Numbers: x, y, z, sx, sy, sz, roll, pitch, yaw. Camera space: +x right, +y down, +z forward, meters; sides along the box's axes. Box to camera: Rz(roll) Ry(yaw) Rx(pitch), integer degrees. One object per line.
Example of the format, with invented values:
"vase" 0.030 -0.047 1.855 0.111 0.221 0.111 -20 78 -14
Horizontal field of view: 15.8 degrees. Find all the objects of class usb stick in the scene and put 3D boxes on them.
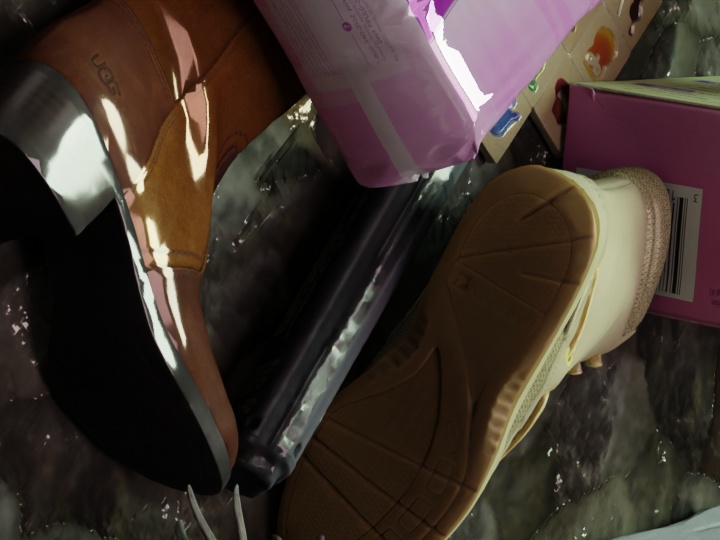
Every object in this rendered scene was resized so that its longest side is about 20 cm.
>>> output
"usb stick" 0.000 0.000 1.032 0.033 0.055 0.201 36 67 -14

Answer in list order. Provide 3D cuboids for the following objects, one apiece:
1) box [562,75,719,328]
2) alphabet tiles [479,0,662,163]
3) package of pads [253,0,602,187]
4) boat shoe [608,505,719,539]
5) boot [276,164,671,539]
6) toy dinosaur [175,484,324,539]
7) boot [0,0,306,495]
"box" 0.216 -0.029 1.169 0.199 0.175 0.098 -8 105 -48
"alphabet tiles" 0.068 -0.152 1.117 0.168 0.008 0.200 -57 133 -26
"package of pads" 0.003 -0.144 0.946 0.121 0.075 0.201 -51 120 -41
"boat shoe" 0.167 0.157 1.243 0.199 0.072 0.062 0 121 -44
"boot" 0.052 0.043 1.074 0.201 0.073 0.155 -60 165 14
"toy dinosaur" -0.033 0.147 0.937 0.199 0.182 0.106 29 96 -3
"boot" -0.054 -0.041 0.977 0.200 0.068 0.189 -52 123 -38
